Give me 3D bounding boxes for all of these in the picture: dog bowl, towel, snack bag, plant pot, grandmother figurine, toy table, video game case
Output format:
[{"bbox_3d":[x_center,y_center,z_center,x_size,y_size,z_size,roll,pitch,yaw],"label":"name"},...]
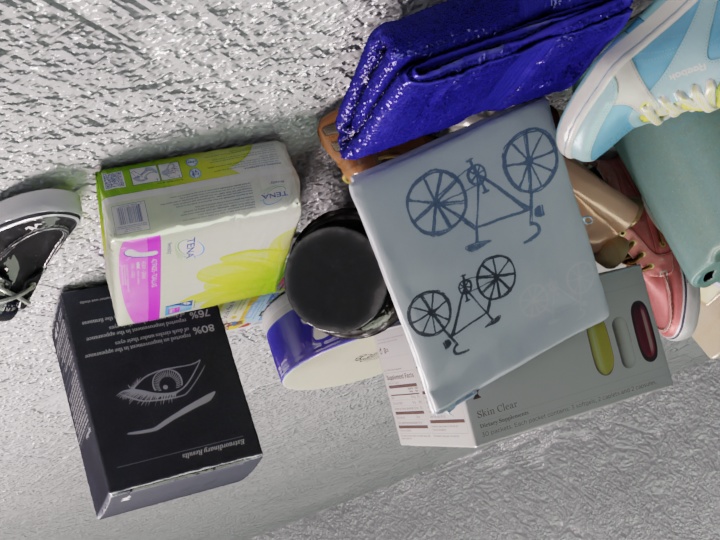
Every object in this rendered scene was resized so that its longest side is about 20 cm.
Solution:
[{"bbox_3d":[-0.003,0.062,1.134,0.200,0.079,0.200,-17,162,-6],"label":"dog bowl"},{"bbox_3d":[0.087,-0.141,0.715,0.200,0.050,0.148,-21,163,-21],"label":"towel"},{"bbox_3d":[0.101,-0.013,0.797,0.188,0.200,0.021,-27,-165,-21],"label":"snack bag"},{"bbox_3d":[0.303,-0.103,0.843,0.200,0.196,0.200,-16,162,-5],"label":"plant pot"},{"bbox_3d":[0.154,-0.086,0.862,0.200,0.121,0.061,31,155,-26],"label":"grandmother figurine"},{"bbox_3d":[0.460,0.014,1.391,0.200,0.184,0.117,9,131,-39],"label":"toy table"},{"bbox_3d":[-0.071,0.011,1.086,0.182,0.023,0.200,-10,161,-23],"label":"video game case"}]

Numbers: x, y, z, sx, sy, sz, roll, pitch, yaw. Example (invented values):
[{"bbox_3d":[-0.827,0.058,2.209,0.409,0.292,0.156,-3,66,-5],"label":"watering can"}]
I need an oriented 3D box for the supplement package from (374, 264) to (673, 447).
[{"bbox_3d":[0.139,0.077,0.908,0.200,0.111,0.156,-13,176,-22],"label":"supplement package"}]

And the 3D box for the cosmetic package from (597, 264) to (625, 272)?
[{"bbox_3d":[0.237,-0.018,1.200,0.113,0.081,0.200,-1,154,-46],"label":"cosmetic package"}]

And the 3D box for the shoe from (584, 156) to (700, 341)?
[{"bbox_3d":[0.284,-0.022,1.060,0.091,0.201,0.071,-7,175,-22],"label":"shoe"}]

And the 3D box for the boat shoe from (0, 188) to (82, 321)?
[{"bbox_3d":[-0.280,0.005,0.795,0.200,0.068,0.072,-30,159,30],"label":"boat shoe"}]

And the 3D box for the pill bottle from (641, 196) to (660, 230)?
[{"bbox_3d":[0.384,-0.102,1.026,0.200,0.112,0.112,-21,165,-32],"label":"pill bottle"}]

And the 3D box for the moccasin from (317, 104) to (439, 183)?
[{"bbox_3d":[0.039,-0.078,0.845,0.074,0.078,0.201,-24,161,17],"label":"moccasin"}]

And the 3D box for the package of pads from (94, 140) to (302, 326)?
[{"bbox_3d":[-0.133,-0.026,0.847,0.154,0.068,0.200,-13,161,-16],"label":"package of pads"}]

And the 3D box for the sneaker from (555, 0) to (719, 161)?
[{"bbox_3d":[0.243,-0.128,0.734,0.200,0.131,0.079,-49,160,22],"label":"sneaker"}]

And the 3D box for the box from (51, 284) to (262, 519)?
[{"bbox_3d":[-0.198,0.116,0.978,0.148,0.200,0.104,-9,159,-25],"label":"box"}]

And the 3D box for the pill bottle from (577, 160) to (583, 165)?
[{"bbox_3d":[0.172,-0.040,1.024,0.114,0.115,0.200,-18,162,-2],"label":"pill bottle"}]

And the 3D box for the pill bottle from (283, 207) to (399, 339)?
[{"bbox_3d":[0.000,0.000,0.896,0.112,0.112,0.200,-22,180,12],"label":"pill bottle"}]
